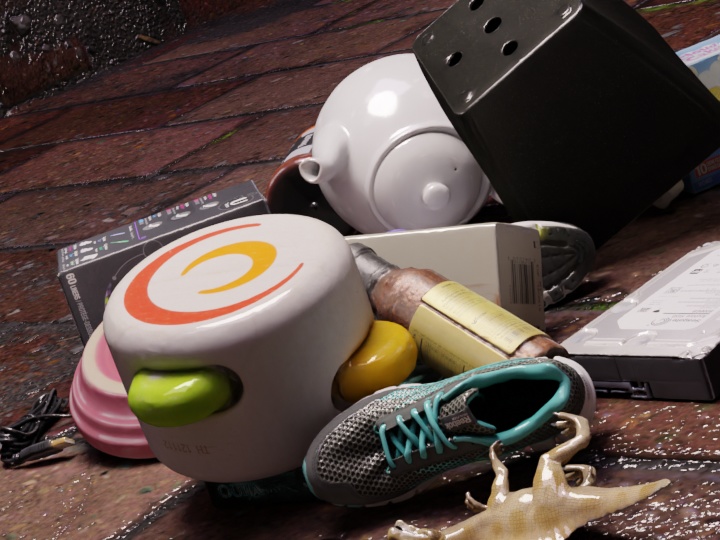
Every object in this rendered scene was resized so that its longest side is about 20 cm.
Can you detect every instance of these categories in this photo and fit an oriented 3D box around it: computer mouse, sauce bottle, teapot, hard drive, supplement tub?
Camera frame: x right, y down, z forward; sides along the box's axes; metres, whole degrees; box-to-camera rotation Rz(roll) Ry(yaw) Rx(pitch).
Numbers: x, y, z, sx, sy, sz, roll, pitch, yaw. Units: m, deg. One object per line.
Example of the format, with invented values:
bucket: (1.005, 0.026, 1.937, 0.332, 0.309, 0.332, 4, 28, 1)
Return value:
computer mouse: (-0.219, 0.108, 1.611, 0.200, 0.046, 0.140, -13, 15, 20)
sauce bottle: (0.059, 0.037, 1.354, 0.066, 0.066, 0.200, -29, 45, -32)
teapot: (0.058, -0.099, 1.784, 0.200, 0.197, 0.146, -32, 34, 1)
hard drive: (0.248, 0.030, 1.344, 0.200, 0.038, 0.140, -32, 20, -37)
supplement tub: (-0.033, -0.095, 1.976, 0.107, 0.107, 0.200, -15, 16, 13)

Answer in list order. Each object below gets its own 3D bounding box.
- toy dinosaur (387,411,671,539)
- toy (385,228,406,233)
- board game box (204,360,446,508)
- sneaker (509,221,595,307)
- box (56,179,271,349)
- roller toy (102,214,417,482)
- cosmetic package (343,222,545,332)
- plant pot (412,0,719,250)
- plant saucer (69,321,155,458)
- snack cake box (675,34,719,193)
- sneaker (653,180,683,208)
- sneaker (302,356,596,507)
toy dinosaur: (0.116, 0.139, 1.129, 0.200, 0.058, 0.101, -18, 28, 33)
toy: (0.000, 0.000, 1.661, 0.200, 0.047, 0.115, -26, -4, -6)
board game box: (-0.007, 0.111, 1.384, 0.135, 0.028, 0.200, -10, 18, 34)
sneaker: (0.095, -0.001, 1.560, 0.200, 0.075, 0.085, -16, 15, 10)
box: (-0.167, 0.012, 1.736, 0.200, 0.122, 0.106, -21, 15, -5)
roller toy: (-0.076, 0.057, 1.336, 0.200, 0.140, 0.182, -24, 27, -12)
cosmetic package: (0.033, 0.015, 1.469, 0.200, 0.087, 0.103, -4, -3, 26)
plant pot: (0.162, -0.155, 1.595, 0.200, 0.177, 0.200, -40, 37, 10)
plant saucer: (-0.150, 0.069, 1.551, 0.200, 0.051, 0.201, -15, 34, 11)
snack cake box: (0.358, -0.162, 1.725, 0.200, 0.115, 0.067, -23, 16, -14)
sneaker: (0.226, -0.096, 1.730, 0.075, 0.081, 0.200, -50, 20, -4)
sneaker: (0.055, 0.097, 1.220, 0.200, 0.078, 0.091, -21, -12, 0)
